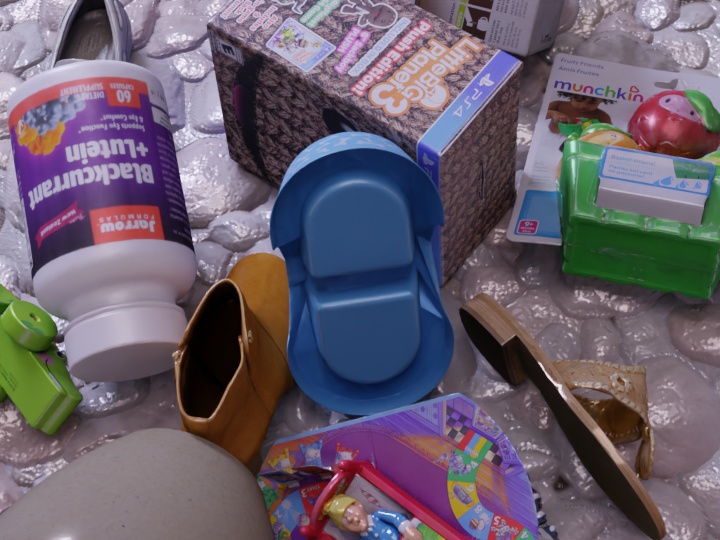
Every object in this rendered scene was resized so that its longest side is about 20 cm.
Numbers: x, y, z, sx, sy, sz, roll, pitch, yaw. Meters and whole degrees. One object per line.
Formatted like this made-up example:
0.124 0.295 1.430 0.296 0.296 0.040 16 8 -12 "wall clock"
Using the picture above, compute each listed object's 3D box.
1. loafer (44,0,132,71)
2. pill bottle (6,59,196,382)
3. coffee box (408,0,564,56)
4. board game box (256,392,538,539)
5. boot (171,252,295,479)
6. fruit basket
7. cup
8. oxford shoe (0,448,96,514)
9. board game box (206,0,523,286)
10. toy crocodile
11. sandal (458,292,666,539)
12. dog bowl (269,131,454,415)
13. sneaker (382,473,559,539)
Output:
-0.212 -0.131 1.258 0.070 0.070 0.200 -1 57 2 "loafer"
-0.172 -0.031 1.137 0.111 0.111 0.200 -11 72 -4 "pill bottle"
0.051 -0.228 1.273 0.200 0.080 0.114 16 15 13 "coffee box"
0.008 0.164 1.013 0.200 0.039 0.158 -17 74 24 "board game box"
-0.078 0.040 1.096 0.071 0.144 0.202 5 57 5 "boot"
0.212 -0.081 1.192 0.185 0.094 0.200 11 55 10 "fruit basket"
-0.128 0.180 0.993 0.200 0.201 0.143 14 45 12 "cup"
-0.214 0.182 1.053 0.071 0.073 0.200 31 64 21 "oxford shoe"
0.005 -0.110 1.181 0.200 0.160 0.097 31 64 22 "board game box"
-0.258 0.033 1.164 0.200 0.062 0.068 43 109 25 "toy crocodile"
0.154 0.076 1.100 0.070 0.078 0.212 -34 56 -11 "sandal"
0.000 0.000 1.096 0.111 0.200 0.050 -8 30 -3 "dog bowl"
0.091 0.159 1.053 0.200 0.077 0.085 30 59 20 "sneaker"
